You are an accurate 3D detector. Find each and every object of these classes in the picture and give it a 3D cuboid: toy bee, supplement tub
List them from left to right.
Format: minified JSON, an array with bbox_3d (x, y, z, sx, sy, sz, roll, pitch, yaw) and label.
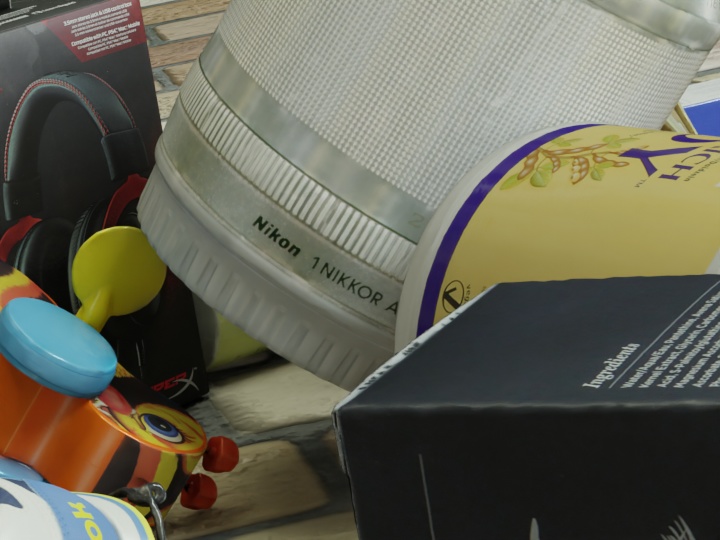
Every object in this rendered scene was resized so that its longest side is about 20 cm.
[{"bbox_3d":[-0.105,0.062,0.972,0.131,0.201,0.108,-39,-31,27],"label":"toy bee"},{"bbox_3d":[0.120,0.032,0.821,0.145,0.147,0.199,-19,18,-33],"label":"supplement tub"}]

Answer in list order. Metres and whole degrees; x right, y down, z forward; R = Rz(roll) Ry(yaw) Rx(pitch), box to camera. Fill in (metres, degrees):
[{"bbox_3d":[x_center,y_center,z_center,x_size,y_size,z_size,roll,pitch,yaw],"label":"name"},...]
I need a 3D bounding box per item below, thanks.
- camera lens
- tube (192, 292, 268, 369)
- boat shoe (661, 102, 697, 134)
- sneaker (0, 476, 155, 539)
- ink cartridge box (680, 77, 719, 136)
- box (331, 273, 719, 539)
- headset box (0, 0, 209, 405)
[{"bbox_3d":[0.027,-0.070,0.961,0.159,0.201,0.160,30,16,-9],"label":"camera lens"},{"bbox_3d":[0.000,0.000,1.212,0.199,0.052,0.058,-16,47,-37],"label":"tube"},{"bbox_3d":[0.111,-0.038,1.045,0.074,0.201,0.066,-34,-16,26],"label":"boat shoe"},{"bbox_3d":[-0.167,0.094,0.866,0.199,0.075,0.082,-3,-9,27],"label":"sneaker"},{"bbox_3d":[0.169,-0.036,1.140,0.199,0.095,0.044,-14,14,-15],"label":"ink cartridge box"},{"bbox_3d":[0.109,0.082,0.637,0.199,0.149,0.104,-1,17,28],"label":"box"},{"bbox_3d":[-0.154,-0.024,1.087,0.075,0.202,0.148,6,20,45],"label":"headset box"}]
